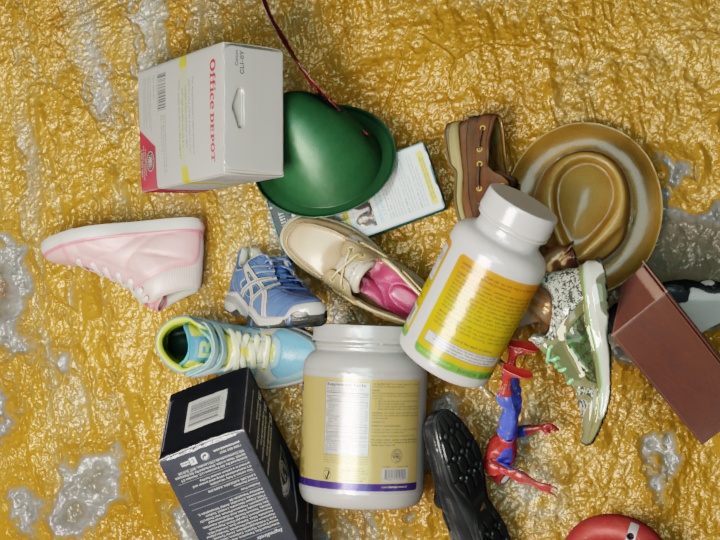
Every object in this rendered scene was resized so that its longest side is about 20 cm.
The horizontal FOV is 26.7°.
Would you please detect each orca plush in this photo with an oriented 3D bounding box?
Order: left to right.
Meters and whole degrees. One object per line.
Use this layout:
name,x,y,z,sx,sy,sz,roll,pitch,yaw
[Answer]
orca plush,0.326,0.049,1.739,0.199,0.071,0.105,-30,129,15

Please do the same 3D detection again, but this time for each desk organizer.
desk organizer,0.345,0.093,1.668,0.077,0.072,0.200,-38,118,8

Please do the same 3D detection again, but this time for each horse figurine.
horse figurine,0.174,0.063,1.711,0.199,0.050,0.134,-22,93,29

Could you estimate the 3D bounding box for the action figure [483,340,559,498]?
action figure,0.191,0.177,1.698,0.098,0.066,0.201,16,133,8

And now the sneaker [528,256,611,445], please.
sneaker,0.226,0.088,1.639,0.087,0.077,0.203,-2,83,10

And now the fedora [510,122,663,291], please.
fedora,0.253,-0.071,1.727,0.198,0.082,0.203,0,89,8

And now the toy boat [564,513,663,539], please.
toy boat,0.270,0.372,1.688,0.129,0.131,0.202,20,91,7

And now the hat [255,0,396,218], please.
hat,-0.067,-0.183,1.700,0.199,0.177,0.166,28,64,31

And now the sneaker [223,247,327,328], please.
sneaker,-0.100,0.022,1.720,0.075,0.199,0.078,1,98,-32

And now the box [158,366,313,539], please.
box,-0.135,0.237,1.701,0.103,0.148,0.202,-20,112,7

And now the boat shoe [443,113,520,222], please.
boat shoe,0.146,-0.088,1.721,0.067,0.072,0.202,-20,66,25

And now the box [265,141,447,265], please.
box,-0.004,-0.076,1.778,0.198,0.049,0.083,-19,86,6

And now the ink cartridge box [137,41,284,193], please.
ink cartridge box,-0.171,-0.168,1.728,0.083,0.199,0.147,1,87,-35

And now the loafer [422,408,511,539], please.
loafer,0.109,0.251,1.723,0.070,0.068,0.202,-5,113,44

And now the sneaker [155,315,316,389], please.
sneaker,-0.144,0.095,1.751,0.197,0.131,0.081,3,87,7

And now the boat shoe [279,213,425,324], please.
boat shoe,0.000,0.000,1.723,0.199,0.069,0.074,28,97,-7

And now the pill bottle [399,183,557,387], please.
pill bottle,0.131,0.014,1.627,0.110,0.111,0.201,29,108,7

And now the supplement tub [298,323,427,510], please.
supplement tub,0.004,0.162,1.722,0.144,0.145,0.203,2,88,7

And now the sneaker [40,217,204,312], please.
sneaker,-0.280,-0.001,1.798,0.198,0.075,0.106,-5,82,3
